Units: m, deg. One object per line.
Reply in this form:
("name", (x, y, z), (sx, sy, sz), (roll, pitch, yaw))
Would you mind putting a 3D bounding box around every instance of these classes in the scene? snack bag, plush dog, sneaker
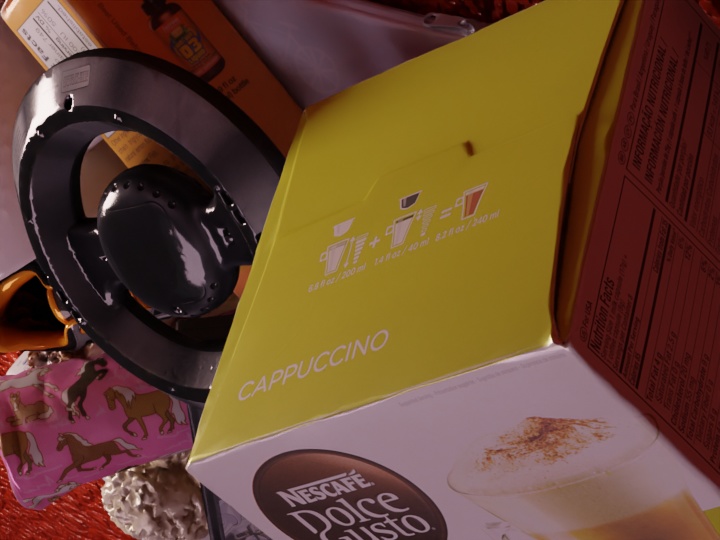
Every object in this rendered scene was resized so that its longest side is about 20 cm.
("snack bag", (0.007, -0.059, 1.051), (0.188, 0.021, 0.201), (19, 138, 35))
("plush dog", (-0.111, 0.045, 1.312), (0.171, 0.200, 0.160), (38, 152, -6))
("sneaker", (-0.136, 0.004, 1.187), (0.199, 0.077, 0.079), (-24, 97, 39))

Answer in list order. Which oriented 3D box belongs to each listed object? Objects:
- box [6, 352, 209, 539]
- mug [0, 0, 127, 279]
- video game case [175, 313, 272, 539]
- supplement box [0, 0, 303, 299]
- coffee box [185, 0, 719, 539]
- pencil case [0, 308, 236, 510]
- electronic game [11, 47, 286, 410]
("box", (-0.141, 0.124, 1.580), (0.200, 0.105, 0.184), (50, 167, -23))
("mug", (-0.209, -0.097, 1.179), (0.199, 0.148, 0.176), (-24, 103, 42))
("video game case", (0.008, 0.090, 1.172), (0.199, 0.026, 0.181), (-6, 131, -1))
("supplement box", (-0.084, -0.080, 1.051), (0.200, 0.067, 0.069), (52, 148, -7))
("coffee box", (0.081, 0.032, 0.878), (0.199, 0.201, 0.198), (-20, 129, 39))
("pencil case", (-0.110, 0.071, 1.213), (0.087, 0.199, 0.083), (-103, -7, -53))
("electronic game", (-0.092, -0.015, 1.028), (0.199, 0.042, 0.201), (24, 134, 27))
